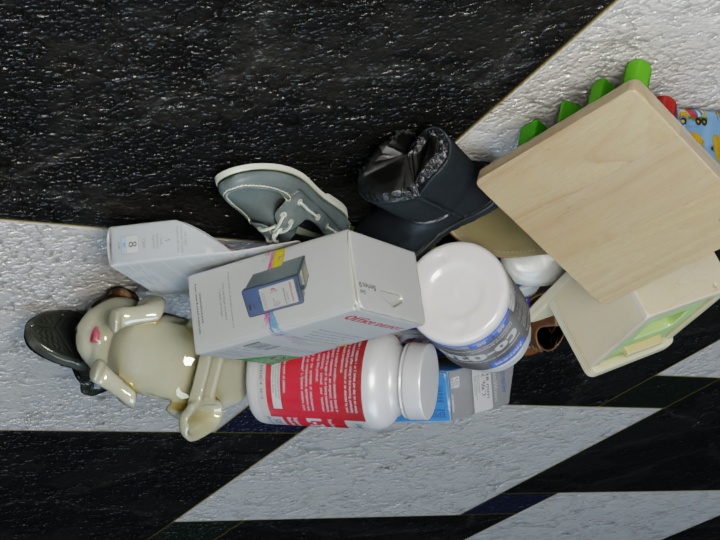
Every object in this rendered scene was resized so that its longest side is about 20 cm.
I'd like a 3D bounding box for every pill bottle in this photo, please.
[{"bbox_3d":[-0.018,0.120,1.674,0.199,0.113,0.112,1,161,18],"label":"pill bottle"},{"bbox_3d":[0.126,0.048,1.657,0.113,0.114,0.200,-15,161,12],"label":"pill bottle"}]

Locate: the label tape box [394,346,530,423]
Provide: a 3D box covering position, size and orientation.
[{"bbox_3d":[0.103,0.140,1.833,0.144,0.064,0.200,-5,-177,36],"label":"label tape box"}]

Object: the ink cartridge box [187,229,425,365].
[{"bbox_3d":[-0.054,0.032,1.539,0.200,0.088,0.145,-14,165,29],"label":"ink cartridge box"}]

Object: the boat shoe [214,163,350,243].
[{"bbox_3d":[-0.075,-0.057,1.552,0.073,0.062,0.200,-20,155,28],"label":"boat shoe"}]

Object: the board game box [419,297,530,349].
[{"bbox_3d":[0.115,0.057,1.896,0.199,0.045,0.135,-4,158,5],"label":"board game box"}]

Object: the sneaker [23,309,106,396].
[{"bbox_3d":[-0.337,0.105,1.807,0.114,0.076,0.199,-33,154,32],"label":"sneaker"}]

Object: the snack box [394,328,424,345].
[{"bbox_3d":[-0.002,0.103,1.823,0.072,0.024,0.200,1,157,-32],"label":"snack box"}]

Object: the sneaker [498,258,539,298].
[{"bbox_3d":[0.126,-0.003,1.776,0.199,0.075,0.088,-12,149,-16],"label":"sneaker"}]

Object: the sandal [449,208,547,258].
[{"bbox_3d":[0.178,-0.046,1.671,0.211,0.078,0.070,4,172,-15],"label":"sandal"}]

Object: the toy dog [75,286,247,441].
[{"bbox_3d":[-0.228,0.084,1.684,0.199,0.140,0.194,16,-167,22],"label":"toy dog"}]

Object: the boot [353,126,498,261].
[{"bbox_3d":[0.037,-0.072,1.542,0.200,0.077,0.168,-28,156,22],"label":"boot"}]

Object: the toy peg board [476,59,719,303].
[{"bbox_3d":[0.257,-0.096,1.469,0.199,0.098,0.200,41,133,-22],"label":"toy peg board"}]

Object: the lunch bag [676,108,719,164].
[{"bbox_3d":[0.338,-0.099,1.617,0.150,0.094,0.200,0,167,-28],"label":"lunch bag"}]

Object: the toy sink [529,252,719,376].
[{"bbox_3d":[0.299,0.038,1.688,0.130,0.112,0.200,-16,160,-31],"label":"toy sink"}]

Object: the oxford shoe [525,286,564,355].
[{"bbox_3d":[0.238,0.083,2.014,0.071,0.071,0.200,-9,159,-6],"label":"oxford shoe"}]

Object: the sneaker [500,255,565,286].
[{"bbox_3d":[0.259,-0.041,1.725,0.199,0.075,0.089,-16,162,-14],"label":"sneaker"}]

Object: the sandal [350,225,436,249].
[{"bbox_3d":[0.000,0.000,1.693,0.199,0.087,0.079,2,157,-22],"label":"sandal"}]

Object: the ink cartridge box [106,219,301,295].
[{"bbox_3d":[-0.146,-0.019,1.577,0.199,0.047,0.160,-7,166,9],"label":"ink cartridge box"}]
